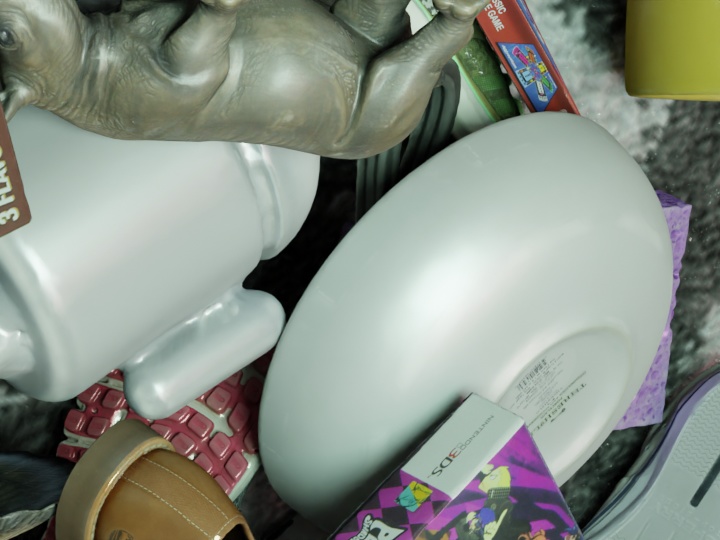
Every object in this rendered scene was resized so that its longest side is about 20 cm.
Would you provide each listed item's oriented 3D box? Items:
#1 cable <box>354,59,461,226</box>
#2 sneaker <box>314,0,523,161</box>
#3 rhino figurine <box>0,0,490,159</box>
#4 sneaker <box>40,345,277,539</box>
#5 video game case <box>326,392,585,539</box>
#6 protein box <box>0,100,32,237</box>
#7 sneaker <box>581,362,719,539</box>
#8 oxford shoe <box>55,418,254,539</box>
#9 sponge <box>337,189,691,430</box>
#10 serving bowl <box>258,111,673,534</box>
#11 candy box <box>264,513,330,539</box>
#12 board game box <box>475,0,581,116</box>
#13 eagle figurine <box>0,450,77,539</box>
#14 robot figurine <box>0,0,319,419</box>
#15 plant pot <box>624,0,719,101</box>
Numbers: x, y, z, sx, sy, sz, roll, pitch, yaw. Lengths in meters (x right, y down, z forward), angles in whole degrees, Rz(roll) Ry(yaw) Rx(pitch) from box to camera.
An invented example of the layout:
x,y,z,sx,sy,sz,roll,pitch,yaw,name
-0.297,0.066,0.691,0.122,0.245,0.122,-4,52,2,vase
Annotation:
x,y,z,sx,sy,sz,roll,pitch,yaw,name
0.000,0.000,1.091,0.097,0.050,0.201,-31,134,-30,cable
0.046,-0.073,1.132,0.200,0.076,0.089,54,43,-34,sneaker
-0.061,-0.079,0.928,0.198,0.060,0.088,2,136,-17,rhino figurine
-0.096,0.107,1.104,0.201,0.080,0.075,-57,161,-5,sneaker
0.028,0.177,1.025,0.181,0.036,0.201,-44,130,-20,video game case
-0.244,-0.059,0.809,0.199,0.198,0.136,-29,125,-27,protein box
0.148,0.130,1.315,0.200,0.073,0.071,-53,178,13,sneaker
-0.065,0.140,1.017,0.071,0.071,0.201,-49,154,-25,oxford shoe
0.068,0.026,1.229,0.199,0.030,0.112,-6,112,-38,sponge
0.056,0.038,1.073,0.199,0.066,0.201,-29,141,-27,serving bowl
-0.012,0.194,1.139,0.200,0.167,0.072,-38,130,-23,candy box
0.036,-0.141,1.066,0.019,0.103,0.200,-28,138,7,board game box
-0.200,0.096,0.969,0.200,0.151,0.152,38,63,-38,eagle figurine
-0.097,-0.030,1.007,0.200,0.113,0.170,-35,99,-23,robot figurine
0.216,-0.168,1.172,0.200,0.200,0.190,-2,94,-40,plant pot
